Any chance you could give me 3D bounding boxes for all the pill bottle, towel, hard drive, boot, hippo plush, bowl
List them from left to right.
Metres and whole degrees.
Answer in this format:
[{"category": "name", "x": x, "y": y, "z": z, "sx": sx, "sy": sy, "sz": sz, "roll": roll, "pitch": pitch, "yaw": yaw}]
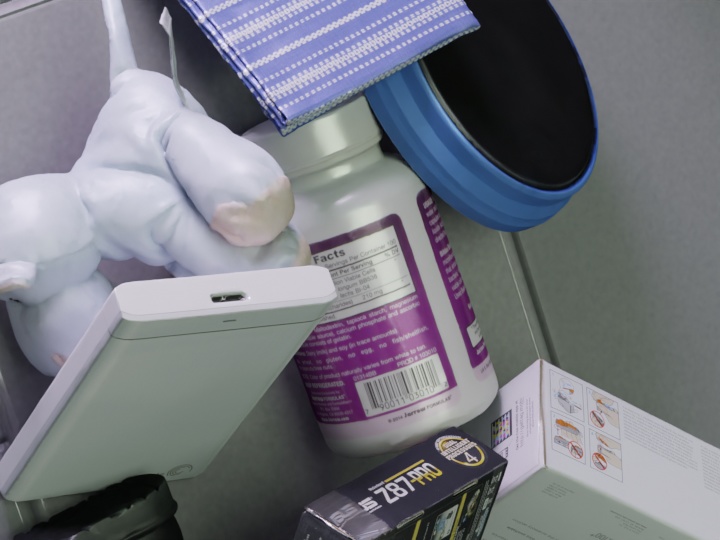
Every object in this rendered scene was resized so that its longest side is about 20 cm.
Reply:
[{"category": "boot", "x": -0.161, "y": 0.229, "z": 1.676, "sx": 0.199, "sy": 0.076, "sz": 0.169, "roll": -26, "pitch": 104, "yaw": -26}, {"category": "hippo plush", "x": -0.134, "y": -0.021, "z": 1.655, "sx": 0.160, "sy": 0.159, "sz": 0.201, "roll": -33, "pitch": 121, "yaw": -18}, {"category": "hard drive", "x": -0.110, "y": 0.064, "z": 1.651, "sx": 0.131, "sy": 0.200, "sz": 0.027, "roll": -6, "pitch": 62, "yaw": -31}, {"category": "towel", "x": -0.045, "y": -0.180, "z": 1.729, "sx": 0.144, "sy": 0.024, "sz": 0.200, "roll": -30, "pitch": 68, "yaw": -22}, {"category": "pill bottle", "x": 0.000, "y": 0.000, "z": 1.766, "sx": 0.112, "sy": 0.112, "sz": 0.201, "roll": -25, "pitch": 101, "yaw": -30}, {"category": "bowl", "x": 0.072, "y": -0.122, "z": 1.801, "sx": 0.200, "sy": 0.039, "sz": 0.202, "roll": 32, "pitch": 43, "yaw": -35}]

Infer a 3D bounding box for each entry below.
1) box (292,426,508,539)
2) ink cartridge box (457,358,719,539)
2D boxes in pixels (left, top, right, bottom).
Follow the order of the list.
[{"category": "box", "x": 0.001, "y": 0.203, "z": 1.706, "sx": 0.161, "sy": 0.049, "sz": 0.201, "roll": -26, "pitch": 140, "yaw": -54}, {"category": "ink cartridge box", "x": 0.131, "y": 0.164, "z": 1.838, "sx": 0.199, "sy": 0.175, "sz": 0.084, "roll": 27, "pitch": 44, "yaw": -28}]
